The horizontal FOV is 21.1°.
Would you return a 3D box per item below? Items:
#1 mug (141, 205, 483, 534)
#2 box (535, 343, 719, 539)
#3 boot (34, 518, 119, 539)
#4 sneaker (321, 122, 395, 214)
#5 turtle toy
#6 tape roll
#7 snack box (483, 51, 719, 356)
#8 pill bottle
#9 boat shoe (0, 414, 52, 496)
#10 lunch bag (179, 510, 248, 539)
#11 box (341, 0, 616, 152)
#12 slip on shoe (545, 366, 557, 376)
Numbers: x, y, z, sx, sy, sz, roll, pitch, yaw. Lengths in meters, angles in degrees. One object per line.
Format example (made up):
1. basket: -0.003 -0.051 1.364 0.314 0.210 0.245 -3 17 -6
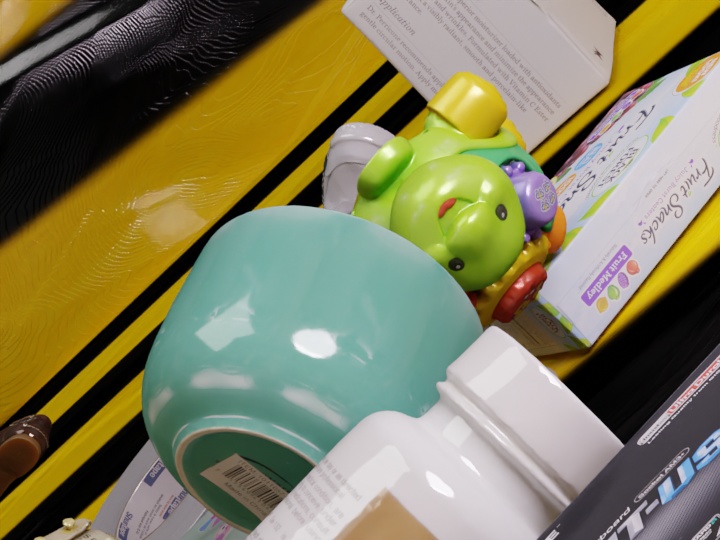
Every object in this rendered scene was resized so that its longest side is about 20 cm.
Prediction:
1. mug: -0.013 0.064 0.928 0.152 0.185 0.114 80 -153 -45
2. box: 0.118 0.108 0.684 0.200 0.050 0.198 -45 10 -3
3. boot: -0.185 0.170 0.986 0.155 0.073 0.200 -27 -24 -30
4. sneaker: 0.000 0.000 1.376 0.115 0.075 0.200 -69 -18 -48
5. turtle toy: 0.047 -0.020 1.012 0.146 0.101 0.200 -49 -16 -1
6. tape roll: -0.105 0.159 1.279 0.200 0.066 0.200 -45 19 20
7. snack box: 0.148 -0.036 1.152 0.200 0.053 0.142 -49 12 -18
8. pill bottle: 0.020 0.125 0.826 0.200 0.114 0.114 -46 9 -2
9. boat shoe: -0.486 0.258 2.589 0.200 0.070 0.070 -30 22 28
10. lunch bag: -0.062 0.182 1.054 0.200 0.077 0.160 -46 11 -4
11. box: 0.107 -0.218 1.660 0.131 0.199 0.200 -41 10 21
12. slip on shoe: 0.052 0.078 1.078 0.200 0.076 0.061 -172 87 -69
